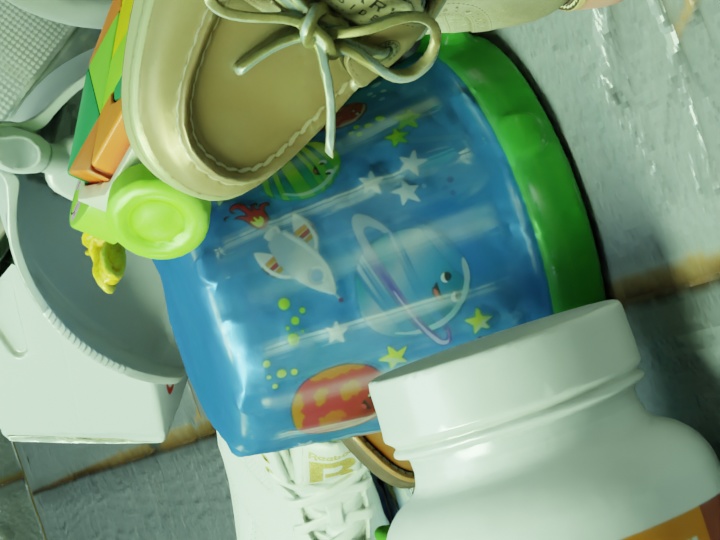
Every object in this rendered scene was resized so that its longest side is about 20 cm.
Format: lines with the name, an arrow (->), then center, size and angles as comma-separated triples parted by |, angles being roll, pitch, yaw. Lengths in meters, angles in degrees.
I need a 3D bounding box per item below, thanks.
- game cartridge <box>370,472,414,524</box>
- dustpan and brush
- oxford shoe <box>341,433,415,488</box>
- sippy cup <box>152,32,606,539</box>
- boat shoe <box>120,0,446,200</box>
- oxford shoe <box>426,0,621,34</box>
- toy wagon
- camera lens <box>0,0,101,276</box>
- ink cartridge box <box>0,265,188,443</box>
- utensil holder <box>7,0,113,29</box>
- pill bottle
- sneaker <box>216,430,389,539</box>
game cartridge -> 0.021, 0.071, 1.202 | 0.133, 0.041, 0.200 | 96, 153, -51
dustpan and brush -> -0.102, -0.037, 0.996 | 0.057, 0.200, 0.140 | 38, 106, 56
oxford shoe -> 0.000, -0.014, 1.092 | 0.071, 0.071, 0.201 | -17, -92, -59
sippy cup -> 0.000, 0.000, 0.982 | 0.140, 0.130, 0.178 | 96, 153, -59
boat shoe -> 0.003, -0.104, 0.760 | 0.200, 0.073, 0.063 | -61, 35, 7
oxford shoe -> 0.016, -0.113, 0.886 | 0.200, 0.074, 0.071 | -153, 46, -71
toy wagon -> -0.057, -0.073, 0.908 | 0.200, 0.039, 0.155 | -56, 19, 37
camera lens -> -0.182, -0.097, 1.095 | 0.200, 0.160, 0.160 | 36, 166, -3
ink cartridge box -> -0.114, -0.038, 1.290 | 0.200, 0.084, 0.145 | -72, -21, -49
utensil holder -> -0.101, -0.213, 1.017 | 0.170, 0.170, 0.200 | 85, 162, -45
pill bottle -> 0.073, 0.116, 0.885 | 0.112, 0.112, 0.201 | 166, 85, -76
sneaker -> -0.018, 0.102, 1.167 | 0.116, 0.073, 0.200 | 112, 139, -74
